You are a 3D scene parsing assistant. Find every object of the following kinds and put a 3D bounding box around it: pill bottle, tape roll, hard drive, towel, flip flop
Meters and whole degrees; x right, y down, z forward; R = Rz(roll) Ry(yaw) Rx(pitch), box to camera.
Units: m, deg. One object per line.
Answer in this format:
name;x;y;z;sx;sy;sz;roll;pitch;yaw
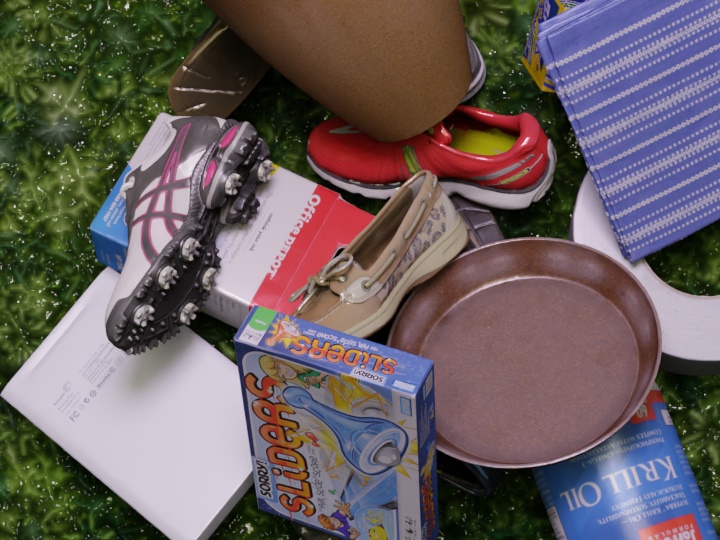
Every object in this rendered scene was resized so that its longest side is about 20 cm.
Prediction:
pill bottle;0.200;0.189;1.416;0.112;0.112;0.200;-20;77;-2
tape roll;0.260;-0.023;1.484;0.200;0.066;0.201;-1;78;3
hard drive;-0.161;0.105;1.482;0.200;0.025;0.132;37;81;19
towel;0.221;-0.120;1.410;0.145;0.024;0.200;-27;115;-4
flip flop;0.090;0.018;1.493;0.081;0.058;0.200;-20;61;-7

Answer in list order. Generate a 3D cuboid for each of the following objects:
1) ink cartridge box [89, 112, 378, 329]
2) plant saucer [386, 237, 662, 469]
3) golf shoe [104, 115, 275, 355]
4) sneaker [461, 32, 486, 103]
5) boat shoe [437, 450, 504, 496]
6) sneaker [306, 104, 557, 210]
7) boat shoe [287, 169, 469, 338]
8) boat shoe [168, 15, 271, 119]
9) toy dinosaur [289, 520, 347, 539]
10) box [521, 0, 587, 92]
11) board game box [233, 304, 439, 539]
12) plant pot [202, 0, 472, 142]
ink cartridge box;-0.093;-0.024;1.492;0.200;0.067;0.116;26;69;8
plant saucer;0.118;0.064;1.396;0.200;0.035;0.201;-7;53;9
golf shoe;-0.143;-0.028;1.427;0.088;0.077;0.200;18;63;24
sneaker;0.027;-0.223;1.532;0.200;0.082;0.075;44;83;11
boat shoe;0.022;0.107;1.435;0.200;0.084;0.069;19;53;-5
sneaker;0.052;-0.104;1.488;0.199;0.085;0.077;4;56;16
boat shoe;0.000;0.000;1.411;0.200;0.073;0.063;-42;114;-40
boat shoe;-0.074;-0.196;1.505;0.201;0.066;0.072;-45;109;2
toy dinosaur;-0.025;0.171;1.468;0.088;0.047;0.200;-44;75;0
box;0.228;-0.163;1.443;0.199;0.064;0.070;6;118;-15
board game box;-0.014;0.118;1.357;0.135;0.200;0.034;16;51;18
plant pot;-0.006;-0.195;1.405;0.186;0.186;0.200;-39;122;-6
